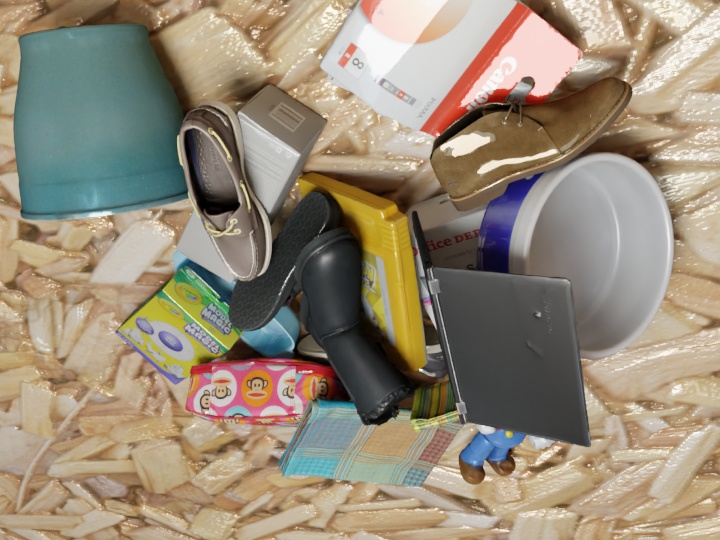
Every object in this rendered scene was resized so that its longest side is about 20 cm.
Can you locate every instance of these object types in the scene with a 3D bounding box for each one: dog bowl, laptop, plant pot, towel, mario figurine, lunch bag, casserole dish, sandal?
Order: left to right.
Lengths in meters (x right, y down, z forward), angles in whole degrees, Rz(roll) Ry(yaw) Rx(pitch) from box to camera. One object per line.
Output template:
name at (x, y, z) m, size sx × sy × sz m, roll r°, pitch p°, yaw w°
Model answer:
plant pot at (-0.284, -0.167, 0.868) m, size 0.199 × 0.200 × 0.189 m, roll -1°, pitch 105°, yaw 17°
casserole dish at (-0.152, 0.035, 1.011) m, size 0.200 × 0.039 × 0.121 m, roll 45°, pitch 150°, yaw -11°
lunch bag at (-0.112, 0.169, 1.045) m, size 0.198 × 0.083 × 0.176 m, roll -1°, pitch 163°, yaw 16°
sandal at (-0.081, 0.000, 0.905) m, size 0.048 × 0.076 × 0.201 m, roll 16°, pitch 124°, yaw -45°
towel at (0.012, 0.216, 0.976) m, size 0.199 × 0.022 × 0.147 m, roll 10°, pitch 130°, yaw -19°
towel at (0.152, 0.129, 0.910) m, size 0.199 × 0.086 × 0.018 m, roll -21°, pitch 109°, yaw 15°
laptop at (0.133, 0.052, 0.784) m, size 0.115 × 0.200 × 0.188 m, roll -13°, pitch 119°, yaw 3°
mario figurine at (0.191, 0.198, 0.984) m, size 0.106 × 0.123 × 0.201 m, roll 27°, pitch 129°, yaw 14°
dog bowl at (0.217, -0.017, 0.798) m, size 0.079 × 0.200 × 0.201 m, roll 14°, pitch 138°, yaw 61°

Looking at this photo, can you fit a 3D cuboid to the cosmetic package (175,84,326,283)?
cosmetic package at (-0.126, -0.096, 0.906) m, size 0.090 × 0.107 × 0.200 m, roll 33°, pitch 122°, yaw -6°

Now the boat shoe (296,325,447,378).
boat shoe at (0.017, 0.112, 1.009) m, size 0.198 × 0.073 × 0.063 m, roll -3°, pitch 116°, yaw 13°

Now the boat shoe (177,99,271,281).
boat shoe at (-0.143, -0.072, 0.826) m, size 0.071 × 0.060 × 0.201 m, roll 0°, pitch 120°, yaw 16°

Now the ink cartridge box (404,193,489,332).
ink cartridge box at (0.145, 0.009, 0.898) m, size 0.145 × 0.088 × 0.201 m, roll -17°, pitch 113°, yaw 29°

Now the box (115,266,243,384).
box at (-0.234, 0.075, 1.044) m, size 0.117 × 0.048 × 0.200 m, roll 44°, pitch 137°, yaw -12°

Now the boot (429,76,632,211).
boot at (0.156, -0.134, 0.752) m, size 0.199 × 0.074 × 0.076 m, roll -29°, pitch 113°, yaw 22°

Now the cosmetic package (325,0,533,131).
cosmetic package at (0.071, -0.199, 0.818) m, size 0.199 × 0.051 × 0.083 m, roll 23°, pitch 125°, yaw 2°

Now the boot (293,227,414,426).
boot at (0.000, 0.068, 0.859) m, size 0.168 × 0.076 × 0.201 m, roll 53°, pitch 156°, yaw 24°

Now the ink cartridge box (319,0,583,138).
ink cartridge box at (0.083, -0.201, 0.756) m, size 0.200 × 0.050 × 0.162 m, roll 38°, pitch 120°, yaw -3°

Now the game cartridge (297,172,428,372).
game cartridge at (0.000, 0.000, 0.912) m, size 0.176 × 0.032 × 0.201 m, roll 26°, pitch 136°, yaw 48°
